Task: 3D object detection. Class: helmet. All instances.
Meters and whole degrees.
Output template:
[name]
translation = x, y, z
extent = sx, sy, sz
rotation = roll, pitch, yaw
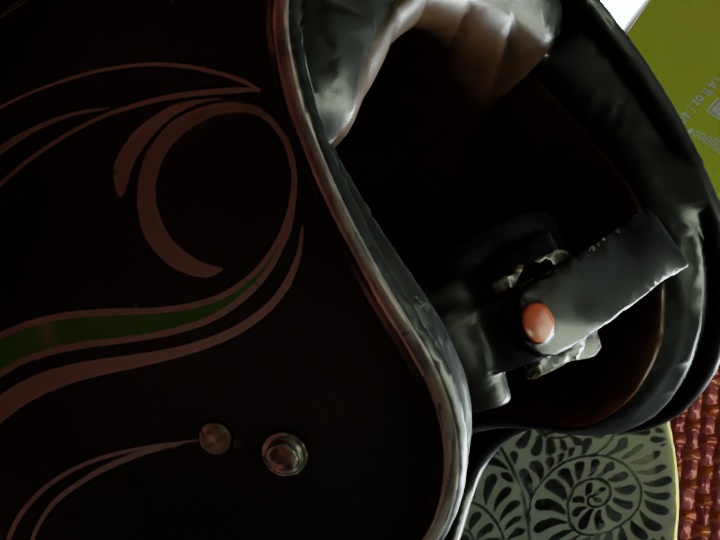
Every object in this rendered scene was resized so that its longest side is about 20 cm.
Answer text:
[helmet]
translation = -0.027, 0.013, 0.731
extent = 0.200, 0.191, 0.200
rotation = 27, 48, -35

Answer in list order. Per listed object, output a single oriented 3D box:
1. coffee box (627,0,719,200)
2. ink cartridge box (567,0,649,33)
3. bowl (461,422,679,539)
[coffee box]
translation = 0.144, -0.114, 1.000
extent = 0.200, 0.200, 0.198
rotation = -50, -160, 45
[ink cartridge box]
translation = -0.012, -0.132, 0.781
extent = 0.043, 0.196, 0.200
rotation = -41, 140, -33
[bowl]
translation = 0.000, 0.074, 1.010
extent = 0.094, 0.200, 0.201
rotation = -28, -128, 60
